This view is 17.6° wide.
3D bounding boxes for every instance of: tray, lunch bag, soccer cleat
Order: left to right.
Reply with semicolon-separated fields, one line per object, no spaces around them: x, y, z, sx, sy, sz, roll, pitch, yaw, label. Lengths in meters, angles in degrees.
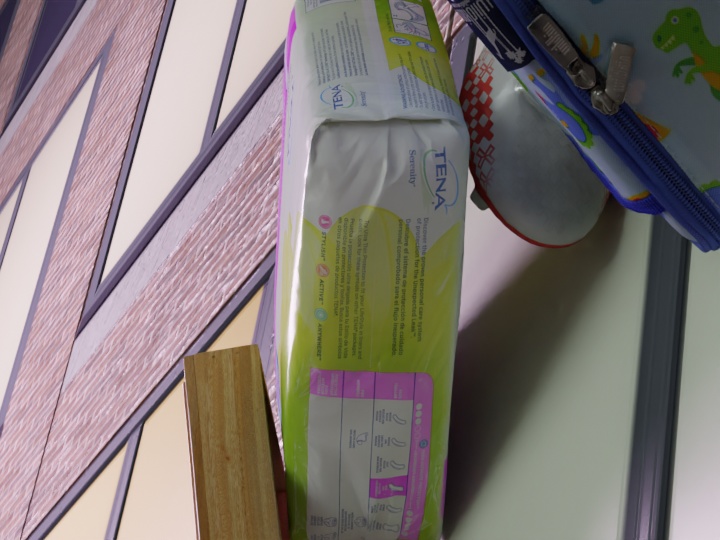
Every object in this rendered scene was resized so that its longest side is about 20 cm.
-0.042;0.139;0.929;0.099;0.037;0.201;81;179;-47;tray
0.086;-0.097;0.936;0.085;0.068;0.201;124;166;-47;soccer cleat
0.079;-0.096;0.787;0.082;0.161;0.200;-41;21;7;lunch bag

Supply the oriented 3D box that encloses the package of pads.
0.000;0.000;0.956;0.155;0.068;0.201;-100;12;-63;package of pads
